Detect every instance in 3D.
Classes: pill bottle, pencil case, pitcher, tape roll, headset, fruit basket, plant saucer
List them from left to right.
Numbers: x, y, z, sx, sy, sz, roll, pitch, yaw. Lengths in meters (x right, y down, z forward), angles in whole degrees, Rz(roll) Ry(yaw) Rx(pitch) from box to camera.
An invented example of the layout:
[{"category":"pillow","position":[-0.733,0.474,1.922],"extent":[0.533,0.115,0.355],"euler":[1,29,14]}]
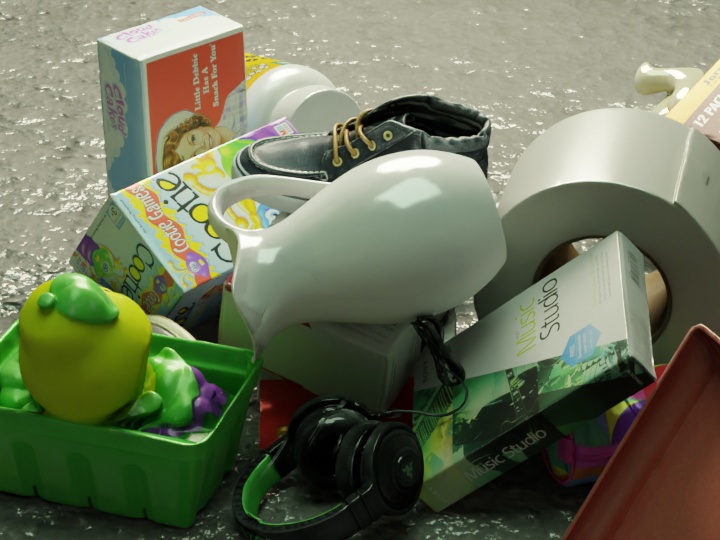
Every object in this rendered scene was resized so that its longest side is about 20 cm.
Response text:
[{"category":"fruit basket","position":[-0.185,0.071,1.582],"extent":[0.215,0.216,0.156],"euler":[9,30,17]},{"category":"pill bottle","position":[-0.083,-0.136,2.013],"extent":[0.112,0.113,0.200],"euler":[-17,20,-29]},{"category":"pitcher","position":[-0.007,-0.031,1.627],"extent":[0.199,0.121,0.172],"euler":[-17,47,-5]},{"category":"headset","position":[-0.006,0.119,1.574],"extent":[0.200,0.094,0.123],"euler":[-36,30,-20]},{"category":"tape roll","position":[0.197,-0.008,1.722],"extent":[0.202,0.203,0.139],"euler":[6,28,12]},{"category":"pencil case","position":[0.232,0.108,1.632],"extent":[0.199,0.089,0.088],"euler":[-7,29,-9]},{"category":"plant saucer","position":[0.231,0.165,1.448],"extent":[0.037,0.200,0.200],"euler":[22,14,-33]}]

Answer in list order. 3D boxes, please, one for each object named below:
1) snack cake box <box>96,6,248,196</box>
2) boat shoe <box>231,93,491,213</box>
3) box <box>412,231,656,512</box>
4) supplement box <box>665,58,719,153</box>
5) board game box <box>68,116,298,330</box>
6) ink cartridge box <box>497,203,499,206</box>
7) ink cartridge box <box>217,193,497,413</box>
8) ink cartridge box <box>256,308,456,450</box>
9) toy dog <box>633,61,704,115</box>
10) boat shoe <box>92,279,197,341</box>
[{"category":"snack cake box","position":[-0.160,-0.115,1.921],"extent":[0.115,0.201,0.067],"euler":[-22,34,-35]},{"category":"boat shoe","position":[0.002,-0.095,1.698],"extent":[0.199,0.091,0.071],"euler":[5,46,-1]},{"category":"box","position":[0.121,0.073,1.602],"extent":[0.200,0.036,0.145],"euler":[-36,28,25]},{"category":"supplement box","position":[0.382,-0.068,1.790],"extent":[0.133,0.198,0.200],"euler":[-45,43,-18]},{"category":"board game box","position":[-0.122,-0.031,1.829],"extent":[0.200,0.105,0.103],"euler":[-28,75,-41]},{"category":"ink cartridge box","position":[0.049,-0.041,1.952],"extent":[0.119,0.042,0.200],"euler":[-24,33,-34]},{"category":"ink cartridge box","position":[0.000,0.000,1.729],"extent":[0.145,0.084,0.200],"euler":[23,49,15]},{"category":"ink cartridge box","position":[-0.003,0.069,1.743],"extent":[0.160,0.050,0.200],"euler":[-1,26,-1]},{"category":"toy dog","position":[0.292,-0.093,1.976],"extent":[0.199,0.140,0.194],"euler":[-10,66,-20]},{"category":"boat shoe","position":[-0.186,0.067,1.732],"extent":[0.066,0.072,0.201],"euler":[-32,39,-29]}]
